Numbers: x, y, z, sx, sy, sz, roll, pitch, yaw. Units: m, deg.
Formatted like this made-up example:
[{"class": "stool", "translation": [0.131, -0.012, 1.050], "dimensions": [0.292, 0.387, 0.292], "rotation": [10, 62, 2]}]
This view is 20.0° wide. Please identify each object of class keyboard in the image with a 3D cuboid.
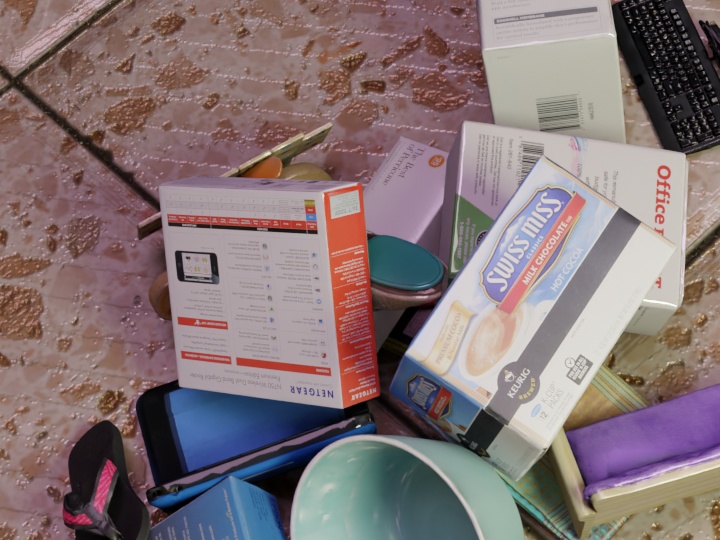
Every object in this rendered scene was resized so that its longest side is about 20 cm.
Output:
[{"class": "keyboard", "translation": [0.308, -0.202, 1.928], "dimensions": [0.103, 0.040, 0.201], "rotation": [-18, 55, 0]}]

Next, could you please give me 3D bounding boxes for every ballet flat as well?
[{"class": "ballet flat", "translation": [0.000, 0.000, 1.720], "dimensions": [0.199, 0.063, 0.067], "rotation": [23, 48, 37]}]

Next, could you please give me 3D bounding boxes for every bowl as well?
[{"class": "bowl", "translation": [0.052, 0.215, 1.618], "dimensions": [0.200, 0.202, 0.105], "rotation": [34, 31, 29]}]

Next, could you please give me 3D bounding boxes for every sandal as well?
[{"class": "sandal", "translation": [-0.226, 0.189, 1.722], "dimensions": [0.075, 0.045, 0.200], "rotation": [-40, 33, 9]}]

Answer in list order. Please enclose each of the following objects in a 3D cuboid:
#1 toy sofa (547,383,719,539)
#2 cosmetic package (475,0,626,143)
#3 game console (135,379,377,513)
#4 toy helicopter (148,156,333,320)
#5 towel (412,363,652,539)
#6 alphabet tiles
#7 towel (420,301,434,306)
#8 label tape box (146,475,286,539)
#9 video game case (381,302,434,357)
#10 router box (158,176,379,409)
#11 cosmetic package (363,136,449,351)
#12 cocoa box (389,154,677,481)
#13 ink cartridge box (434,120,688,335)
[{"class": "toy sofa", "translation": [0.255, 0.140, 1.648], "dimensions": [0.199, 0.098, 0.083], "rotation": [-16, 65, -6]}, {"class": "cosmetic package", "translation": [0.171, -0.219, 1.868], "dimensions": [0.122, 0.200, 0.201], "rotation": [-6, 54, 7]}, {"class": "game console", "translation": [-0.096, 0.121, 1.745], "dimensions": [0.199, 0.171, 0.119], "rotation": [-20, 81, -2]}, {"class": "toy helicopter", "translation": [-0.108, -0.028, 1.837], "dimensions": [0.199, 0.133, 0.079], "rotation": [-35, 48, -7]}, {"class": "towel", "translation": [0.163, 0.131, 1.717], "dimensions": [0.200, 0.022, 0.147], "rotation": [41, 72, 20]}, {"class": "alphabet tiles", "translation": [-0.116, -0.081, 1.869], "dimensions": [0.199, 0.166, 0.006], "rotation": [-29, 89, -9]}, {"class": "towel", "translation": [0.138, -0.035, 1.828], "dimensions": [0.198, 0.023, 0.145], "rotation": [-4, 55, 8]}, {"class": "label tape box", "translation": [-0.144, 0.282, 1.659], "dimensions": [0.200, 0.066, 0.144], "rotation": [-36, 51, 22]}, {"class": "video game case", "translation": [0.114, 0.010, 1.830], "dimensions": [0.180, 0.026, 0.200], "rotation": [23, 62, 25]}, {"class": "router box", "translation": [-0.079, 0.015, 1.710], "dimensions": [0.199, 0.181, 0.049], "rotation": [5, 14, 42]}, {"class": "cosmetic package", "translation": [0.021, -0.020, 1.798], "dimensions": [0.082, 0.051, 0.201], "rotation": [22, 66, 29]}, {"class": "cocoa box", "translation": [0.132, 0.038, 1.595], "dimensions": [0.131, 0.133, 0.201], "rotation": [34, 74, 5]}, {"class": "ink cartridge box", "translation": [0.171, -0.034, 1.738], "dimensions": [0.198, 0.084, 0.146], "rotation": [8, 69, -4]}]
